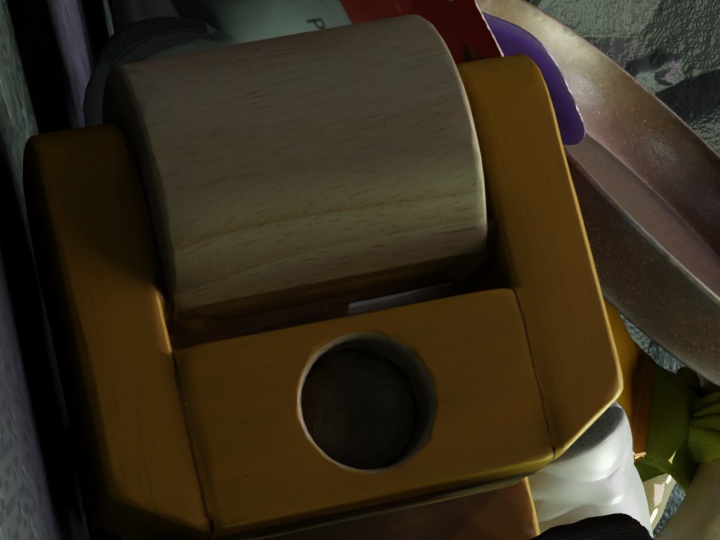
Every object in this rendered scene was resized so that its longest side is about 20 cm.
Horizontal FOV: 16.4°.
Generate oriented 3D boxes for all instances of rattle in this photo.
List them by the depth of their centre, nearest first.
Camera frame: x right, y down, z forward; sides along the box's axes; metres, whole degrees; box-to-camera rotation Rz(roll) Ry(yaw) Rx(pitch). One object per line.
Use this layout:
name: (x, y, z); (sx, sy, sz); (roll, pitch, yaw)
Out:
rattle: (0.068, 0.078, 0.965); (0.200, 0.142, 0.131); (164, -60, -70)

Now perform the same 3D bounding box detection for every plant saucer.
plant saucer: (0.103, -0.020, 0.894); (0.200, 0.034, 0.200); (39, 17, -14)

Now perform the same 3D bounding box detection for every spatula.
spatula: (0.003, -0.095, 0.763); (0.200, 0.021, 0.057); (48, -6, 43)

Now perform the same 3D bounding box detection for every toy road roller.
toy road roller: (-0.011, 0.049, 0.626); (0.146, 0.122, 0.201); (139, -60, -74)

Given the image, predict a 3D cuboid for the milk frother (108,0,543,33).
milk frother: (0.003, -0.086, 0.973); (0.181, 0.199, 0.189); (84, -6, -59)

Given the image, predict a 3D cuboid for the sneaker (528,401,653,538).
sneaker: (0.015, 0.087, 0.792); (0.200, 0.070, 0.080); (-5, -69, 52)

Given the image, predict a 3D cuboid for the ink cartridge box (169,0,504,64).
ink cartridge box: (-0.035, -0.106, 0.692); (0.163, 0.057, 0.200); (59, -4, -26)

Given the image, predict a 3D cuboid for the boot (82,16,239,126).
boot: (-0.037, 0.020, 0.750); (0.096, 0.073, 0.201); (-129, -152, -78)
